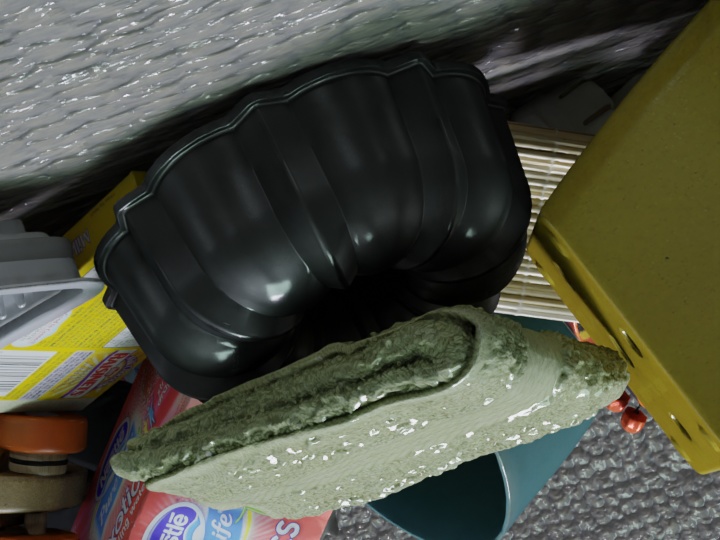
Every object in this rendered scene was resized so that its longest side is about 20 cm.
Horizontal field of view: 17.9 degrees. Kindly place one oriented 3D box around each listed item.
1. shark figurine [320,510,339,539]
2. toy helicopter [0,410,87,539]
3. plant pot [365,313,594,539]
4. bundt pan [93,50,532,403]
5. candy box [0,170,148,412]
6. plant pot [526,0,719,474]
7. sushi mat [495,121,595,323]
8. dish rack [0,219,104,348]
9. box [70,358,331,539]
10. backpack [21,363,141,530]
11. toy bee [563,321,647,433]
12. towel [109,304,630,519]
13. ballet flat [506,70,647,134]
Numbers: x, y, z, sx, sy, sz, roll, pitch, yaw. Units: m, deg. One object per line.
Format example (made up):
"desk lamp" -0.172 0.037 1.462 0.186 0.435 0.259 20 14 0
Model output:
"shark figurine" -0.014 0.116 1.271 0.089 0.215 0.128 18 123 -17
"toy helicopter" -0.240 0.106 1.172 0.200 0.079 0.132 2 -176 -21
"plant pot" 0.061 0.037 1.341 0.161 0.201 0.201 -41 -176 -29
"bundt pan" -0.012 -0.003 1.009 0.201 0.076 0.202 -20 153 -11
"candy box" -0.121 0.014 1.080 0.102 0.026 0.200 -1 152 -45
"plant pot" 0.185 -0.016 1.018 0.176 0.200 0.200 -38 174 -3
"sushi mat" 0.126 -0.018 1.127 0.199 0.096 0.012 8 -164 -6
"dish rack" -0.227 0.025 0.993 0.200 0.044 0.171 -26 166 41
"box" -0.081 0.120 1.166 0.094 0.200 0.103 17 -159 -19
"backpack" -0.147 0.107 1.355 0.167 0.127 0.200 -45 -173 15
"toy bee" 0.159 0.040 1.224 0.109 0.200 0.131 -53 -154 18
"towel" 0.006 0.068 1.004 0.200 0.037 0.148 -24 158 30
"ballet flat" 0.122 -0.074 1.206 0.200 0.072 0.072 -13 171 -44
